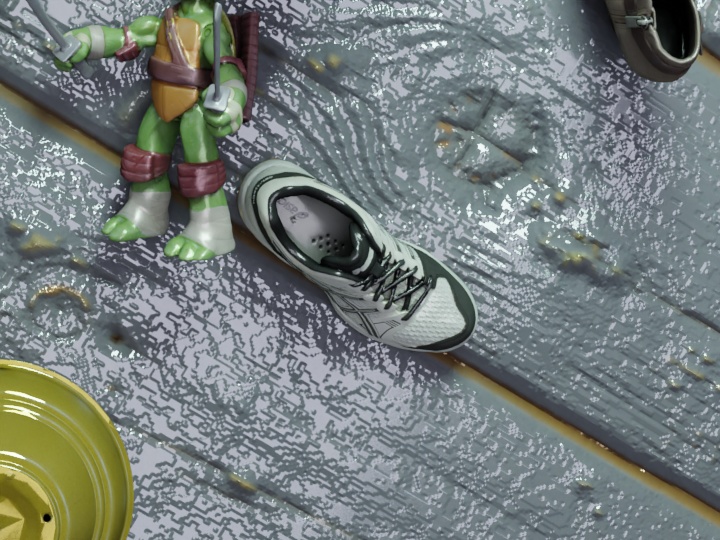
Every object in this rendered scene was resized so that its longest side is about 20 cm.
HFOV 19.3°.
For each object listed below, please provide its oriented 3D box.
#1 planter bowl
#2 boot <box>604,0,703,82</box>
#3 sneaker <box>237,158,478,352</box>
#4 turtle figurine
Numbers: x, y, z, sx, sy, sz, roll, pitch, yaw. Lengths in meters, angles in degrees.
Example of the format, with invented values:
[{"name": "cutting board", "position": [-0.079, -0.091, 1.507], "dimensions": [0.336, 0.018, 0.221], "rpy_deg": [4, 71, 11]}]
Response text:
[{"name": "planter bowl", "position": [-0.253, 0.168, 1.461], "dimensions": [0.198, 0.083, 0.203], "rpy_deg": [-2, 99, -10]}, {"name": "boot", "position": [0.186, -0.227, 1.440], "dimensions": [0.070, 0.146, 0.202], "rpy_deg": [-20, 101, -4]}, {"name": "sneaker", "position": [0.000, 0.000, 1.475], "dimensions": [0.199, 0.088, 0.076], "rpy_deg": [32, 91, -14]}, {"name": "turtle figurine", "position": [-0.143, -0.106, 1.399], "dimensions": [0.142, 0.200, 0.196], "rpy_deg": [4, 107, 6]}]
